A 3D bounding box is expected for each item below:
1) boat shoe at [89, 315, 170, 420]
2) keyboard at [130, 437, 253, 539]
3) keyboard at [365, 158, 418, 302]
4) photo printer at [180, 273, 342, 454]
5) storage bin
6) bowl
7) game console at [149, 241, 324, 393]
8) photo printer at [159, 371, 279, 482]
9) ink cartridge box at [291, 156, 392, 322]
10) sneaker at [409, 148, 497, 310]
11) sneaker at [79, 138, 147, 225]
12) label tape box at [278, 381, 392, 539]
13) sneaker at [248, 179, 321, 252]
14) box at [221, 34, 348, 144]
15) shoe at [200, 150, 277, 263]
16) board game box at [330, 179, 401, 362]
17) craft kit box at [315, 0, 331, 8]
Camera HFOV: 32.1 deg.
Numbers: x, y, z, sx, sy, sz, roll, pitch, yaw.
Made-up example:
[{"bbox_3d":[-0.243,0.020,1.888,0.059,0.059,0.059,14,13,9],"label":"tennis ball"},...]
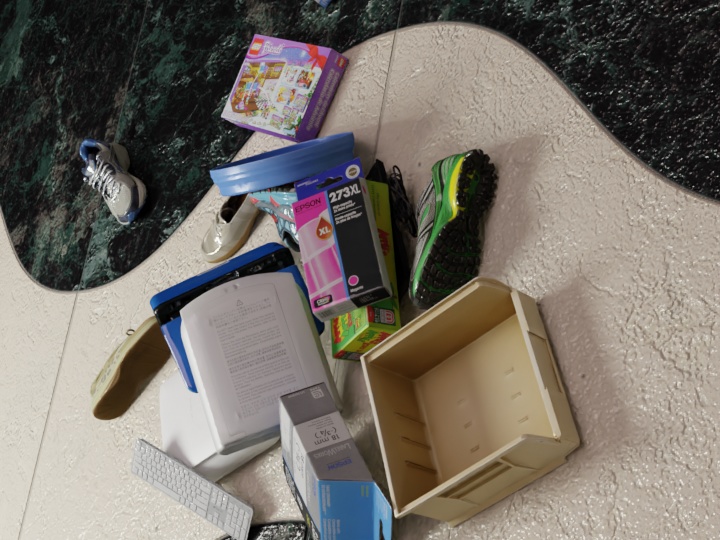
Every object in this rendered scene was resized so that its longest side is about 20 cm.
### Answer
[{"bbox_3d":[-0.347,0.134,1.866,0.201,0.073,0.063,-50,47,18],"label":"boat shoe"},{"bbox_3d":[-0.223,0.287,1.639,0.198,0.011,0.057,27,113,23],"label":"keyboard"},{"bbox_3d":[0.043,-0.049,1.586,0.104,0.039,0.202,-55,37,43],"label":"keyboard"},{"bbox_3d":[-0.130,0.108,1.559,0.164,0.070,0.202,-19,74,-7],"label":"photo printer"},{"bbox_3d":[0.117,0.144,1.365,0.198,0.093,0.202,-36,49,29],"label":"storage bin"},{"bbox_3d":[-0.101,-0.141,1.664,0.199,0.199,0.040,-6,103,44],"label":"bowl"},{"bbox_3d":[-0.168,0.058,1.675,0.198,0.120,0.171,-24,11,-9],"label":"game console"},{"bbox_3d":[-0.183,0.184,1.676,0.199,0.069,0.168,-34,50,31],"label":"photo printer"},{"bbox_3d":[-0.028,-0.045,1.514,0.093,0.037,0.202,-20,59,13],"label":"ink cartridge box"},{"bbox_3d":[0.100,-0.045,1.496,0.085,0.078,0.202,-5,59,52],"label":"sneaker"},{"bbox_3d":[-0.418,-0.149,2.063,0.077,0.085,0.201,-51,44,15],"label":"sneaker"},{"bbox_3d":[-0.031,0.252,1.435,0.201,0.062,0.146,-122,23,-44],"label":"label tape box"},{"bbox_3d":[-0.099,-0.071,1.680,0.200,0.078,0.097,-164,63,-75],"label":"sneaker"},{"bbox_3d":[-0.114,-0.267,1.836,0.199,0.039,0.139,22,89,49],"label":"box"},{"bbox_3d":[-0.176,-0.094,1.809,0.200,0.053,0.070,-49,44,19],"label":"shoe"},{"bbox_3d":[0.000,0.000,1.560,0.102,0.047,0.203,-44,44,52],"label":"board game box"},{"bbox_3d":[-0.072,-0.516,1.790,0.201,0.196,0.049,-51,27,14],"label":"craft kit box"}]
